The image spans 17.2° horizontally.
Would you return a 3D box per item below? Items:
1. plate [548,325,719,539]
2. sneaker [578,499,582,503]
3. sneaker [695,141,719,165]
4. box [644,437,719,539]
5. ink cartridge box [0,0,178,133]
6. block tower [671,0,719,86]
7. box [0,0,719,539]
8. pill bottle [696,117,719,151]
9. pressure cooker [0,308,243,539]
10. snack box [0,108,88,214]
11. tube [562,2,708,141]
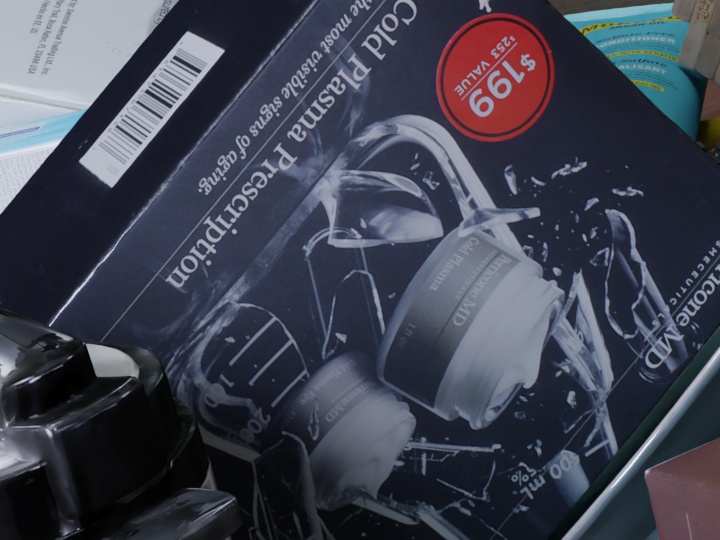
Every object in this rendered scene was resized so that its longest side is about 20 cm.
[{"bbox_3d":[0.101,0.056,0.763,0.200,0.026,0.200,-50,-6,-7],"label":"plate"},{"bbox_3d":[0.045,0.058,0.950,0.146,0.077,0.202,1,2,11],"label":"sneaker"},{"bbox_3d":[0.197,0.008,0.908,0.200,0.075,0.081,13,26,1],"label":"sneaker"},{"bbox_3d":[0.158,0.094,0.560,0.075,0.100,0.200,-19,12,-23],"label":"box"},{"bbox_3d":[-0.081,-0.064,0.906,0.200,0.083,0.147,11,36,1],"label":"ink cartridge box"},{"bbox_3d":[0.214,-0.070,0.926,0.058,0.054,0.200,-9,35,-43],"label":"block tower"},{"bbox_3d":[0.000,0.000,0.770,0.200,0.182,0.104,-51,26,-2],"label":"box"},{"bbox_3d":[0.161,-0.011,1.017,0.200,0.112,0.112,-11,12,19],"label":"pill bottle"},{"bbox_3d":[-0.115,0.101,0.614,0.176,0.200,0.179,-15,12,-7],"label":"pressure cooker"},{"bbox_3d":[-0.097,0.045,0.848,0.116,0.200,0.037,-11,20,12],"label":"snack box"},{"bbox_3d":[0.117,-0.079,1.008,0.077,0.050,0.200,0,24,9],"label":"tube"}]
